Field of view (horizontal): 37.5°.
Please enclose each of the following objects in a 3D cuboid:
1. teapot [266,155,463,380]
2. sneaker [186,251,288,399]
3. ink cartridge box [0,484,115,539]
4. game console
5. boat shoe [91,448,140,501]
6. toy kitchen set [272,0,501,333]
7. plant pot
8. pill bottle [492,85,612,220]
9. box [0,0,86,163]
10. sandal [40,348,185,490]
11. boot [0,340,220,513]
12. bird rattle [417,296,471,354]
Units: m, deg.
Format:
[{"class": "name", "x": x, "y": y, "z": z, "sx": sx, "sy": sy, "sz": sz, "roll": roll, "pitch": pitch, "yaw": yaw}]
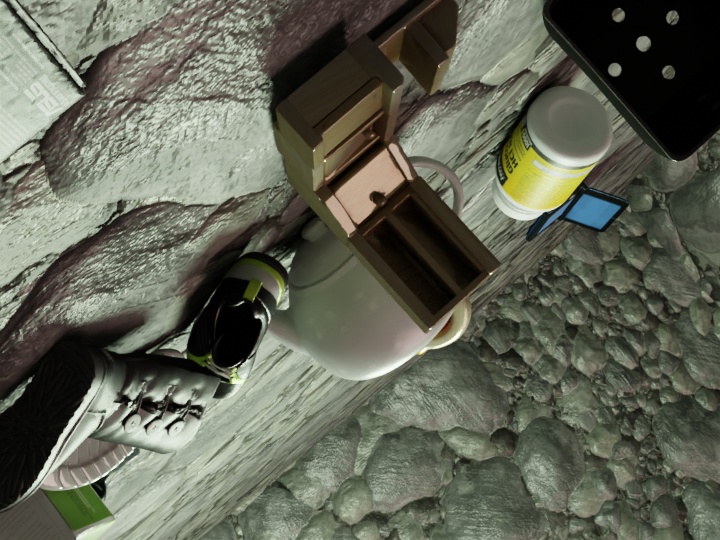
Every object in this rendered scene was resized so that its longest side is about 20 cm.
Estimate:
[{"class": "teapot", "x": 0.000, "y": 0.000, "z": 1.068, "sx": 0.197, "sy": 0.146, "sz": 0.200, "roll": -16, "pitch": -146, "yaw": 45}, {"class": "sneaker", "x": -0.129, "y": 0.065, "z": 0.996, "sx": 0.083, "sy": 0.072, "sz": 0.200, "roll": -68, "pitch": -178, "yaw": -49}, {"class": "ink cartridge box", "x": -0.290, "y": 0.282, "z": 0.977, "sx": 0.148, "sy": 0.200, "sz": 0.076, "roll": -43, "pitch": 170, "yaw": 12}, {"class": "game console", "x": 0.503, "y": -0.115, "z": 2.477, "sx": 0.171, "sy": 0.118, "sz": 0.200, "roll": -39, "pitch": 169, "yaw": -17}, {"class": "boat shoe", "x": -0.291, "y": 0.229, "z": 1.088, "sx": 0.200, "sy": 0.062, "sz": 0.073, "roll": -53, "pitch": 177, "yaw": 25}, {"class": "toy kitchen set", "x": 0.056, "y": -0.082, "z": 0.792, "sx": 0.163, "sy": 0.180, "sz": 0.200, "roll": -41, "pitch": 174, "yaw": -7}, {"class": "plant pot", "x": 0.306, "y": -0.243, "z": 1.073, "sx": 0.199, "sy": 0.200, "sz": 0.177, "roll": -42, "pitch": -177, "yaw": 3}, {"class": "pill bottle", "x": 0.246, "y": -0.148, "z": 1.413, "sx": 0.112, "sy": 0.112, "sz": 0.200, "roll": -37, "pitch": 168, "yaw": -24}, {"class": "box", "x": -0.184, "y": -0.060, "z": 0.268, "sx": 0.164, "sy": 0.086, "sz": 0.200, "roll": -41, "pitch": 169, "yaw": -5}, {"class": "sandal", "x": -0.238, "y": 0.137, "z": 0.981, "sx": 0.050, "sy": 0.083, "sz": 0.203, "roll": 5, "pitch": -157, "yaw": 36}, {"class": "boot", "x": -0.223, "y": 0.137, "z": 0.905, "sx": 0.165, "sy": 0.066, "sz": 0.200, "roll": -48, "pitch": 161, "yaw": 7}, {"class": "bird rattle", "x": 0.086, "y": 0.030, "z": 1.476, "sx": 0.200, "sy": 0.163, "sz": 0.113, "roll": -36, "pitch": -169, "yaw": 24}]
